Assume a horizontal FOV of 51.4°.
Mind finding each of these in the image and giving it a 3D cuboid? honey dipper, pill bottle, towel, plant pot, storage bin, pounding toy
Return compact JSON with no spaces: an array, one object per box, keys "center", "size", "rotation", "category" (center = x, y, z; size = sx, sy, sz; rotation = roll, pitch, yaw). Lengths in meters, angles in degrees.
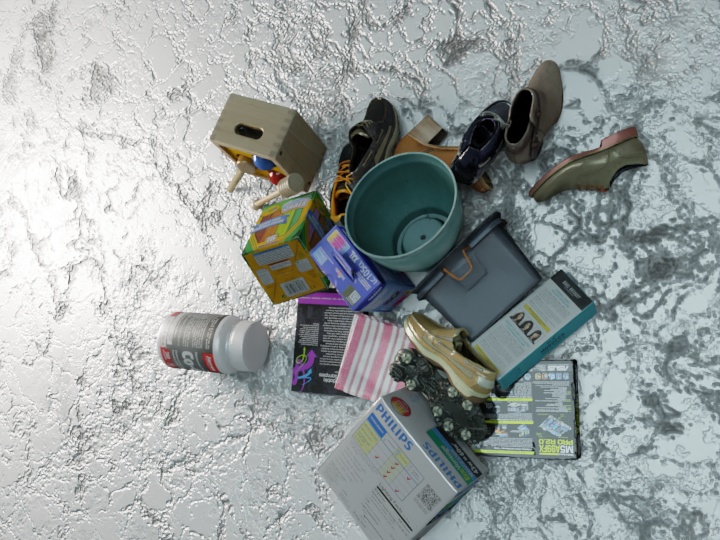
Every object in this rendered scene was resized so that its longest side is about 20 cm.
[{"center":[-0.167,-0.148,1.444],"size":[0.199,0.038,0.039],"rotation":[-13,76,59],"category":"honey dipper"},{"center":[-0.289,0.143,1.470],"size":[0.197,0.114,0.116],"rotation":[2,84,25],"category":"pill bottle"},{"center":[0.063,0.172,1.333],"size":[0.197,0.030,0.148],"rotation":[16,91,12],"category":"towel"},{"center":[0.091,-0.080,1.271],"size":[0.198,0.134,0.203],"rotation":[-13,58,22],"category":"plant pot"},{"center":[0.203,0.018,1.259],"size":[0.200,0.145,0.135],"rotation":[-45,79,13],"category":"storage bin"},{"center":[-0.195,-0.226,1.451],"size":[0.198,0.184,0.144],"rotation":[19,79,24],"category":"pounding toy"}]

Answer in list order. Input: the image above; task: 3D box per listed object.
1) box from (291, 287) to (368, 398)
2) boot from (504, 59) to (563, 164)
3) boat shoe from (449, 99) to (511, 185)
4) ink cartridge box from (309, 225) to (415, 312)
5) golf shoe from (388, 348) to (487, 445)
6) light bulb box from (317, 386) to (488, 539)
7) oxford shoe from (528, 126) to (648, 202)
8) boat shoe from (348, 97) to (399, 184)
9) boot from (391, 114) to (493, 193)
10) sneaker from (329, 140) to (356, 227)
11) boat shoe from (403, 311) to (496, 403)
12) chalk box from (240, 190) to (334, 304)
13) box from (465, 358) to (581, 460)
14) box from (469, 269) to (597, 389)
[{"center":[-0.057,0.134,1.410],"size":[0.141,0.036,0.203],"rotation":[2,83,23],"category":"box"},{"center":[0.287,-0.273,1.243],"size":[0.069,0.146,0.203],"rotation":[9,87,24],"category":"boot"},{"center":[0.221,-0.237,1.252],"size":[0.074,0.093,0.201],"rotation":[29,60,5],"category":"boat shoe"},{"center":[0.000,0.000,1.307],"size":[0.076,0.199,0.137],"rotation":[-45,70,17],"category":"ink cartridge box"},{"center":[0.140,0.201,1.253],"size":[0.200,0.088,0.077],"rotation":[45,109,13],"category":"golf shoe"},{"center":[0.069,0.335,1.254],"size":[0.199,0.124,0.201],"rotation":[48,118,20],"category":"light bulb box"},{"center":[0.375,-0.157,1.233],"size":[0.199,0.070,0.076],"rotation":[-30,78,19],"category":"oxford shoe"},{"center":[0.021,-0.243,1.371],"size":[0.074,0.073,0.202],"rotation":[-20,53,38],"category":"boat shoe"},{"center":[0.132,-0.164,1.346],"size":[0.155,0.073,0.200],"rotation":[-48,59,13],"category":"boot"},{"center":[-0.019,-0.158,1.397],"size":[0.077,0.077,0.203],"rotation":[-10,67,26],"category":"sneaker"},{"center":[0.151,0.122,1.222],"size":[0.200,0.071,0.077],"rotation":[43,124,33],"category":"boat shoe"},{"center":[-0.117,-0.058,1.390],"size":[0.123,0.125,0.201],"rotation":[-16,33,22],"category":"chalk box"},{"center":[0.262,0.229,1.249],"size":[0.197,0.044,0.163],"rotation":[-4,82,24],"category":"box"},{"center":[0.282,0.096,1.223],"size":[0.199,0.049,0.083],"rotation":[-39,55,2],"category":"box"}]
